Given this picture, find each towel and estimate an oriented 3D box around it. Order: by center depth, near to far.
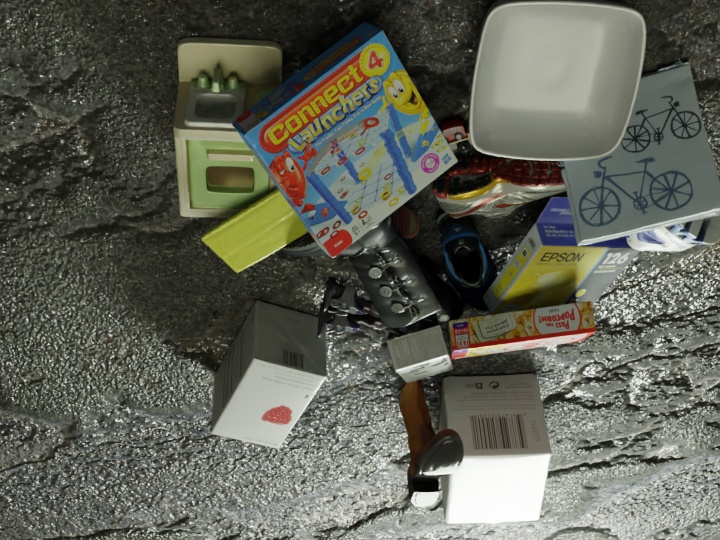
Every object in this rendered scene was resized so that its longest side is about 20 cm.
[{"bbox_3d":[-0.098,-0.071,1.273,0.199,0.018,0.086,-30,135,11],"label":"towel"}]

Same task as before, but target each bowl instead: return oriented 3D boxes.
[{"bbox_3d":[0.228,-0.236,1.209,0.198,0.075,0.201,2,123,-4],"label":"bowl"}]

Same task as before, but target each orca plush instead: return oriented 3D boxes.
[{"bbox_3d":[0.075,0.005,1.435,0.200,0.105,0.071,46,153,-7],"label":"orca plush"}]

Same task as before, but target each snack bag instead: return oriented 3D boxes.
[{"bbox_3d":[0.343,-0.147,1.272,0.187,0.201,0.021,-14,176,12],"label":"snack bag"}]

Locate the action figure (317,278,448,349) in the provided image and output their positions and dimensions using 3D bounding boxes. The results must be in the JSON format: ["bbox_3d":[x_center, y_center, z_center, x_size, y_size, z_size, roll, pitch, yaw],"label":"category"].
[{"bbox_3d":[0.038,0.073,1.524,0.199,0.070,0.130,9,143,-6],"label":"action figure"}]

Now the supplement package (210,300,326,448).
[{"bbox_3d":[-0.145,0.166,1.575,0.121,0.120,0.200,16,132,-19],"label":"supplement package"}]

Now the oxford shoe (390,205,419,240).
[{"bbox_3d":[-0.019,-0.066,1.397,0.199,0.071,0.074,9,148,-3],"label":"oxford shoe"}]

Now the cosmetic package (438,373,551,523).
[{"bbox_3d":[0.219,0.301,1.695,0.164,0.166,0.201,-1,135,-1],"label":"cosmetic package"}]

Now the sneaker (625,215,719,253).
[{"bbox_3d":[0.376,-0.082,1.352,0.199,0.081,0.115,37,152,-1],"label":"sneaker"}]

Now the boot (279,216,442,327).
[{"bbox_3d":[0.001,0.000,1.358,0.164,0.066,0.200,-12,136,26],"label":"boot"}]

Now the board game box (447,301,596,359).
[{"bbox_3d":[0.226,0.087,1.451,0.199,0.047,0.152,-8,171,3],"label":"board game box"}]

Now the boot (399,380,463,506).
[{"bbox_3d":[0.110,0.245,1.610,0.068,0.201,0.189,1,139,-7],"label":"boot"}]

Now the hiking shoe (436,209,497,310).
[{"bbox_3d":[0.153,0.002,1.449,0.074,0.087,0.200,-17,133,13],"label":"hiking shoe"}]

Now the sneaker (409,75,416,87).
[{"bbox_3d":[-0.017,-0.168,1.279,0.118,0.074,0.201,9,124,-20],"label":"sneaker"}]

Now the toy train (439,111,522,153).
[{"bbox_3d":[0.121,-0.175,1.312,0.199,0.034,0.046,-15,121,13],"label":"toy train"}]

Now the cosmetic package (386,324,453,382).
[{"bbox_3d":[0.093,0.130,1.524,0.082,0.051,0.200,-15,167,5],"label":"cosmetic package"}]

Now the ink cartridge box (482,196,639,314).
[{"bbox_3d":[0.300,-0.016,1.428,0.197,0.047,0.200,0,140,-31],"label":"ink cartridge box"}]

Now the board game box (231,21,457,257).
[{"bbox_3d":[-0.014,-0.151,1.189,0.200,0.056,0.196,-38,122,-4],"label":"board game box"}]

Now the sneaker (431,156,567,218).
[{"bbox_3d":[0.199,-0.118,1.353,0.199,0.078,0.082,-7,146,11],"label":"sneaker"}]

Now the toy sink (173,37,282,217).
[{"bbox_3d":[-0.161,-0.170,1.246,0.129,0.112,0.201,2,135,-5],"label":"toy sink"}]
